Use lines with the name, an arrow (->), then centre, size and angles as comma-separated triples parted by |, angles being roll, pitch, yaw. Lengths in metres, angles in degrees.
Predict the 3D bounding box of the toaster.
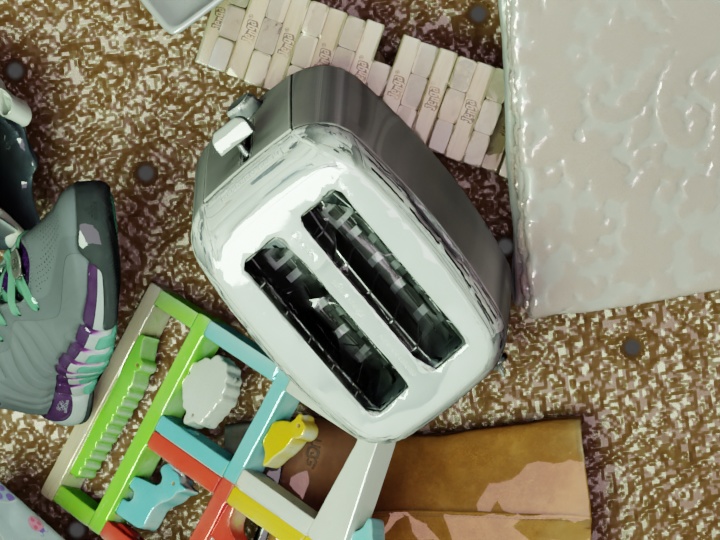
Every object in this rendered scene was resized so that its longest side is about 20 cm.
toaster -> 0.000, 0.000, 1.079 | 0.114, 0.129, 0.200 | -37, 101, 12

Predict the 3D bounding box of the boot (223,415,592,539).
boot -> 0.025, 0.171, 1.177 | 0.199, 0.068, 0.189 | 1, 83, -2

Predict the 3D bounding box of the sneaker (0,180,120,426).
sneaker -> -0.169, 0.024, 1.091 | 0.087, 0.200, 0.075 | 1, 59, -14

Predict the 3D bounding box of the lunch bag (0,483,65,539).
lunch bag -> -0.202, 0.230, 1.144 | 0.170, 0.127, 0.200 | 40, 119, -4

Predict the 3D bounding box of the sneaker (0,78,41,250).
sneaker -> -0.228, -0.019, 1.116 | 0.129, 0.079, 0.199 | 29, 86, 42

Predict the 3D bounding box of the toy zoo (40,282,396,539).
toy zoo -> -0.065, 0.107, 1.131 | 0.200, 0.020, 0.131 | 32, 96, 32

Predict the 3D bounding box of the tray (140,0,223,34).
tray -> -0.040, -0.205, 1.129 | 0.200, 0.022, 0.107 | -37, 56, -4

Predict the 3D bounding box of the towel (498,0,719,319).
towel -> 0.162, -0.083, 1.124 | 0.190, 0.032, 0.201 | -10, 111, -16

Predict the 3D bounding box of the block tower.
block tower -> 0.014, -0.099, 1.150 | 0.199, 0.058, 0.054 | 20, 94, -1
